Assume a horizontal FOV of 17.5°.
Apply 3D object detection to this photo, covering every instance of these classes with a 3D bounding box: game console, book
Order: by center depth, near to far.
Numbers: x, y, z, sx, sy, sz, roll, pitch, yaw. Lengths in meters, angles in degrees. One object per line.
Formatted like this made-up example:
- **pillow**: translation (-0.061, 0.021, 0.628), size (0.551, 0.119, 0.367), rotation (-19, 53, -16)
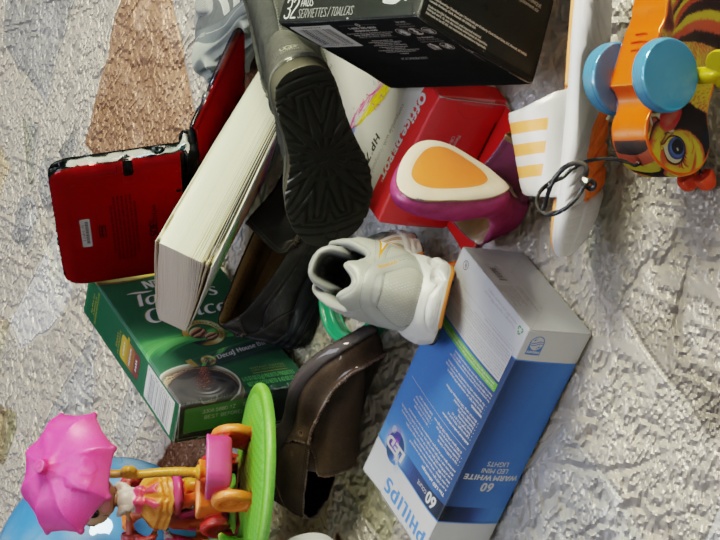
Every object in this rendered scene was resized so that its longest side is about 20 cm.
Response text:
- **book**: translation (-0.104, -0.065, 1.857), size (0.134, 0.048, 0.201), rotation (109, -174, -64)
- **game console**: translation (-0.170, -0.091, 1.903), size (0.200, 0.171, 0.120), rotation (95, 165, -64)

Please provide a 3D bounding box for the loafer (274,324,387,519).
- **loafer**: translation (-0.020, 0.120, 1.821), size (0.071, 0.073, 0.201), rotation (46, 137, 18)

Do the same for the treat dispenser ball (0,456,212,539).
- **treat dispenser ball**: translation (-0.208, 0.257, 1.956), size (0.200, 0.200, 0.203), rotation (-9, 79, 55)

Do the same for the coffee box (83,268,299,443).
- **coffee box**: translation (-0.139, 0.062, 1.944), size (0.200, 0.122, 0.044), rotation (51, 140, 47)

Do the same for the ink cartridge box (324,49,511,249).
- **ink cartridge box**: translation (0.037, -0.115, 1.752), size (0.200, 0.067, 0.117), rotation (56, 131, 42)

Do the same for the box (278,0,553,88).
- **box**: translation (0.055, -0.243, 1.632), size (0.148, 0.124, 0.202), rotation (4, 73, 47)

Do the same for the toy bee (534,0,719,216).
- **toy bee**: translation (0.192, -0.105, 1.511), size (0.201, 0.108, 0.131), rotation (-54, 30, 3)

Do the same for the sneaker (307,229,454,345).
- **sneaker**: translation (0.000, 0.000, 1.709), size (0.200, 0.091, 0.076), rotation (-162, 88, -74)

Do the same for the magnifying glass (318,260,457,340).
- **magnifying glass**: translation (0.028, 0.013, 1.796), size (0.199, 0.022, 0.080), rotation (-11, 77, 57)

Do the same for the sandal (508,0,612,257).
- **sandal**: translation (0.133, -0.114, 1.582), size (0.059, 0.079, 0.209), rotation (5, 92, 21)

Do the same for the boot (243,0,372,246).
- **boot**: translation (-0.050, -0.142, 1.754), size (0.200, 0.072, 0.183), rotation (-116, 17, -51)

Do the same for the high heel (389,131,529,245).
- **high heel**: translation (0.061, -0.041, 1.607), size (0.067, 0.200, 0.096), rotation (36, 116, 13)

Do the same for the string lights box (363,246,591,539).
- **string lights box**: translation (0.079, 0.095, 1.673), size (0.103, 0.059, 0.201), rotation (53, 129, 45)

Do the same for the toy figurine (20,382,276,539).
- **toy figurine**: translation (-0.171, 0.167, 1.810), size (0.200, 0.182, 0.151), rotation (116, 156, -62)

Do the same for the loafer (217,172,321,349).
- **loafer**: translation (-0.058, -0.032, 1.879), size (0.073, 0.072, 0.202), rotation (34, 114, 53)

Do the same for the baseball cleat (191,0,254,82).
- **baseball cleat**: translation (-0.092, -0.232, 1.956), size (0.200, 0.069, 0.107), rotation (-29, 63, 50)

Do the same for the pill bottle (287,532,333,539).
- **pill bottle**: translation (-0.008, 0.288, 1.736), size (0.200, 0.110, 0.111), rotation (55, 130, 43)
